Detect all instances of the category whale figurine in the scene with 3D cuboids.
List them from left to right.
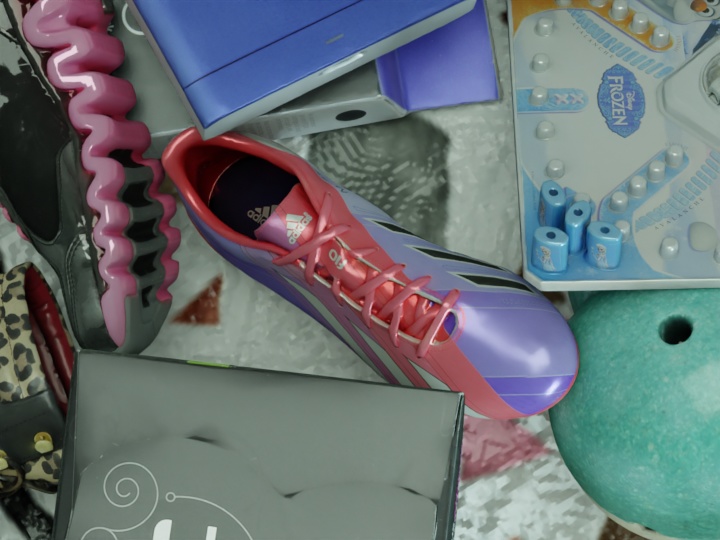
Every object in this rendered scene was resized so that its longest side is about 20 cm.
[{"bbox_3d":[0.155,0.015,1.026,0.159,0.104,0.200,19,72,28],"label":"whale figurine"}]

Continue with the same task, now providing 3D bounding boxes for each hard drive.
[{"bbox_3d":[-0.056,-0.171,1.049,0.132,0.025,0.200,-27,78,-13],"label":"hard drive"}]

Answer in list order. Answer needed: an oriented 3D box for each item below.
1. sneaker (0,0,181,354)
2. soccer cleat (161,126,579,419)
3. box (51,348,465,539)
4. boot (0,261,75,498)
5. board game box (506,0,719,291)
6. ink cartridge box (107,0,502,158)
[{"bbox_3d":[-0.140,-0.052,1.033,0.095,0.079,0.200,-19,79,13],"label":"sneaker"},{"bbox_3d":[0.000,0.000,1.021,0.200,0.076,0.067,33,91,30],"label":"soccer cleat"},{"bbox_3d":[-0.038,0.107,0.975,0.148,0.200,0.125,6,82,2],"label":"box"},{"bbox_3d":[-0.181,0.102,1.036,0.150,0.073,0.200,-19,75,8],"label":"boot"},{"bbox_3d":[0.164,-0.079,1.035,0.200,0.026,0.200,-1,51,1],"label":"board game box"},{"bbox_3d":[-0.048,-0.158,1.093,0.200,0.043,0.199,-9,81,-1],"label":"ink cartridge box"}]
